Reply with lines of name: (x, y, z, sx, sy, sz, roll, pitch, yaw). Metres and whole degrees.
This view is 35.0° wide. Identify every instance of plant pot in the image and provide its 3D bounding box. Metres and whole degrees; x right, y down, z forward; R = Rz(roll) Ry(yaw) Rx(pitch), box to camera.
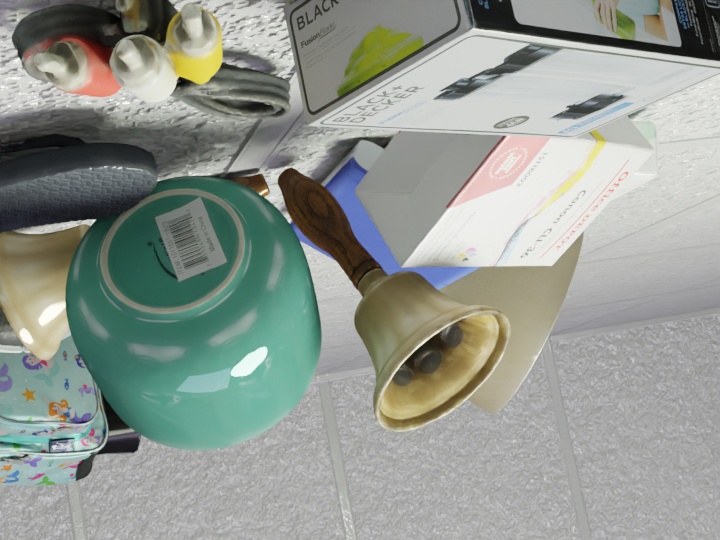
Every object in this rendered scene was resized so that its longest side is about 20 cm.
plant pot: (0.103, 0.012, 1.063, 0.133, 0.202, 0.200, 25, 167, -2)

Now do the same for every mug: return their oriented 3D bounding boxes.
mug: (-0.118, 0.014, 0.708, 0.183, 0.153, 0.115, 16, 151, 14)

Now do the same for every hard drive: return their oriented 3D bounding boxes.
hard drive: (0.025, -0.031, 0.893, 0.131, 0.026, 0.200, 29, 162, -9)

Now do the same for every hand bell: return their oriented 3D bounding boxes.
hand bell: (0.000, 0.000, 0.774, 0.103, 0.200, 0.105, -26, 145, -20)
hand bell: (-0.158, -0.022, 0.829, 0.198, 0.105, 0.104, -23, 171, 0)

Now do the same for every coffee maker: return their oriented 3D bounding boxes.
coffee maker: (-0.517, 0.295, 2.151, 0.198, 0.136, 0.192, -8, 170, -22)

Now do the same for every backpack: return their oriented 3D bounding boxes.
backpack: (-0.364, 0.127, 1.162, 0.198, 0.179, 0.151, -2, 146, -25)

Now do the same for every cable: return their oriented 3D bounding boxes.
cable: (-0.092, -0.086, 0.544, 0.096, 0.051, 0.200, -11, 170, 9)

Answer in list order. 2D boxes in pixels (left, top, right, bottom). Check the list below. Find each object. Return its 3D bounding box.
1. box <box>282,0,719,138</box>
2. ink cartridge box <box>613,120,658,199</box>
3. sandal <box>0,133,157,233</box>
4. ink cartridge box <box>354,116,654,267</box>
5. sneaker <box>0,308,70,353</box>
box: (0.076, -0.113, 0.553, 0.198, 0.061, 0.116, -3, 168, -42)
ink cartridge box: (0.110, -0.078, 0.907, 0.197, 0.051, 0.161, 3, 167, -17)
sandal: (-0.210, -0.053, 0.671, 0.198, 0.043, 0.076, -9, 164, 25)
ink cartridge box: (0.107, -0.064, 0.739, 0.199, 0.068, 0.117, -2, 140, -46)
sneaker: (-0.220, 0.007, 0.946, 0.199, 0.076, 0.115, -17, 173, -44)
